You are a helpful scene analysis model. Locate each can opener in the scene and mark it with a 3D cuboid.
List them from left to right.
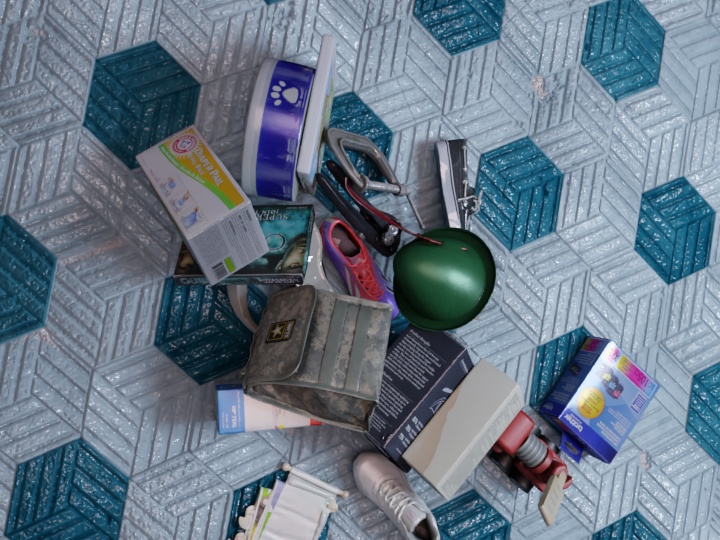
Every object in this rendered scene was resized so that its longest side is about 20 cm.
[{"bbox_3d":[-0.003,-0.093,1.151,0.200,0.078,0.064,42,70,-37],"label":"can opener"}]

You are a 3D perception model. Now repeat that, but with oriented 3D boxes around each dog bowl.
[{"bbox_3d":[-0.119,-0.209,1.092,0.077,0.200,0.205,10,86,-2],"label":"dog bowl"}]

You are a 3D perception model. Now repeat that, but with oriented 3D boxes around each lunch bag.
[{"bbox_3d":[-0.063,0.118,1.052,0.196,0.119,0.166,12,51,1],"label":"lunch bag"}]

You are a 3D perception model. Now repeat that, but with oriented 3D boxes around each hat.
[{"bbox_3d":[0.079,-0.017,1.062,0.197,0.176,0.169,7,75,31],"label":"hat"}]

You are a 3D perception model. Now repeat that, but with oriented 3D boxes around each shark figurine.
[{"bbox_3d":[-0.179,0.021,1.138,0.125,0.089,0.219,-4,88,-12],"label":"shark figurine"}]

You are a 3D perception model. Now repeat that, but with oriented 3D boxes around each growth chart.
[{"bbox_3d":[-0.125,0.414,1.177,0.143,0.018,0.202,33,82,-11],"label":"growth chart"}]

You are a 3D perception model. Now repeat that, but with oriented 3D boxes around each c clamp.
[{"bbox_3d":[0.024,-0.153,1.156,0.027,0.199,0.173,-34,69,27],"label":"c clamp"}]

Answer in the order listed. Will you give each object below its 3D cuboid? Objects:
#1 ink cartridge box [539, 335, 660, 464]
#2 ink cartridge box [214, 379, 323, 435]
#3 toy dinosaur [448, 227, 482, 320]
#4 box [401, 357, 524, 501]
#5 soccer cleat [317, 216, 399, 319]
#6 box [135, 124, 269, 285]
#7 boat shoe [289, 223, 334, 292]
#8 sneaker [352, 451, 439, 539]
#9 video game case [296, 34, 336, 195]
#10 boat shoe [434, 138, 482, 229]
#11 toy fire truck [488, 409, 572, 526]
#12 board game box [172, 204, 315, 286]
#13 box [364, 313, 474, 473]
[{"bbox_3d":[0.412,0.239,1.284,0.136,0.076,0.201,39,82,-10],"label":"ink cartridge box"},{"bbox_3d":[-0.125,0.203,1.130,0.196,0.116,0.069,-2,89,-13],"label":"ink cartridge box"},{"bbox_3d":[0.141,0.013,1.219,0.060,0.105,0.202,-42,142,-25],"label":"toy dinosaur"},{"bbox_3d":[0.163,0.247,1.134,0.077,0.095,0.200,35,77,32],"label":"box"},{"bbox_3d":[0.000,0.000,1.187,0.068,0.073,0.202,-36,97,-12],"label":"soccer cleat"},{"bbox_3d":[-0.231,-0.099,1.063,0.100,0.113,0.201,-31,54,-12],"label":"box"},{"bbox_3d":[-0.087,-0.002,1.172,0.073,0.060,0.203,-23,92,-20],"label":"boat shoe"},{"bbox_3d":[0.068,0.375,1.182,0.078,0.099,0.200,-44,99,-11],"label":"sneaker"},{"bbox_3d":[-0.064,-0.230,1.121,0.022,0.182,0.204,11,86,0],"label":"video game case"},{"bbox_3d":[0.171,-0.121,1.232,0.067,0.074,0.204,-8,81,1],"label":"boat shoe"},{"bbox_3d":[0.269,0.305,1.181,0.176,0.200,0.129,45,79,-9],"label":"toy fire truck"},{"bbox_3d":[-0.172,-0.039,1.099,0.195,0.028,0.137,-1,53,8],"label":"board game box"},{"bbox_3d":[0.084,0.194,1.153,0.104,0.149,0.200,35,76,32],"label":"box"}]
